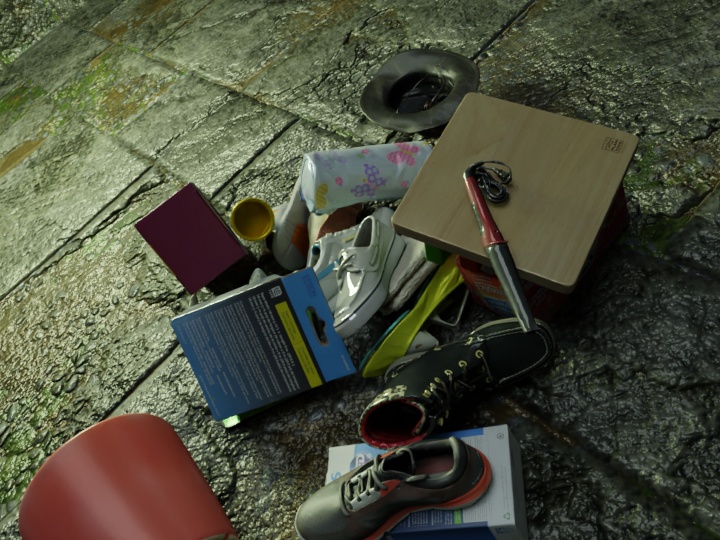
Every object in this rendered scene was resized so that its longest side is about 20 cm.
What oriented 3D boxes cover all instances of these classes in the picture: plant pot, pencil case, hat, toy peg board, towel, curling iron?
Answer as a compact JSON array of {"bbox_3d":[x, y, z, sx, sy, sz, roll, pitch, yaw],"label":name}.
[{"bbox_3d":[-0.237,0.286,0.737,0.177,0.200,0.200,34,73,34],"label":"plant pot"},{"bbox_3d":[0.013,-0.135,0.982,0.200,0.083,0.091,-11,64,-17],"label":"pencil case"},{"bbox_3d":[0.104,-0.275,1.113,0.200,0.081,0.201,-11,55,17],"label":"hat"},{"bbox_3d":[0.171,-0.073,0.757,0.199,0.098,0.200,22,67,23],"label":"toy peg board"},{"bbox_3d":[0.076,-0.025,0.888,0.200,0.034,0.133,-49,15,-9],"label":"towel"},{"bbox_3d":[0.140,-0.031,0.665,0.050,0.026,0.200,-13,58,8],"label":"curling iron"}]

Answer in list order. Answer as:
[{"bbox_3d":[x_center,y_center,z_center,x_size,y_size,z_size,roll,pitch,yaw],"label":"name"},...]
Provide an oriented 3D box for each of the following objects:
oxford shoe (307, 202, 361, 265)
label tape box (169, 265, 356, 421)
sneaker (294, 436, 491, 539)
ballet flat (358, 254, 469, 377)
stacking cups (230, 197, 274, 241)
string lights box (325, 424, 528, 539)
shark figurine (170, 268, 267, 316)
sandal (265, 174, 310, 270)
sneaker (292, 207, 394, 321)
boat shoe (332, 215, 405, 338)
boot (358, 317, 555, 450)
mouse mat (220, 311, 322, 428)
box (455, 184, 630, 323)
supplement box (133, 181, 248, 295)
[{"bbox_3d":[-0.046,-0.052,1.023,0.074,0.071,0.200,-30,37,46],"label":"oxford shoe"},{"bbox_3d":[-0.116,0.087,0.856,0.200,0.144,0.063,-21,7,13],"label":"label tape box"},{"bbox_3d":[0.019,0.199,0.644,0.200,0.082,0.077,-25,44,8],"label":"sneaker"},{"bbox_3d":[0.080,0.064,0.839,0.067,0.067,0.200,34,70,14],"label":"ballet flat"},{"bbox_3d":[-0.164,-0.072,1.017,0.060,0.061,0.200,-40,8,-7],"label":"stacking cups"},{"bbox_3d":[0.063,0.228,0.698,0.200,0.059,0.103,-13,47,21],"label":"string lights box"},{"bbox_3d":[-0.168,0.066,0.976,0.214,0.128,0.089,-17,17,41],"label":"shark figurine"},{"bbox_3d":[-0.112,-0.073,1.064,0.059,0.079,0.207,-13,38,22],"label":"sandal"},{"bbox_3d":[-0.018,-0.027,0.937,0.200,0.081,0.077,-52,10,-31],"label":"sneaker"},{"bbox_3d":[0.000,0.000,0.829,0.072,0.066,0.200,-35,18,40],"label":"boat shoe"},{"bbox_3d":[0.102,0.120,0.710,0.203,0.074,0.154,-21,5,21],"label":"boot"},{"bbox_3d":[-0.131,0.113,0.953,0.161,0.008,0.200,-25,45,8],"label":"mouse mat"},{"bbox_3d":[0.221,-0.037,0.816,0.200,0.095,0.100,-47,46,-14],"label":"box"},{"bbox_3d":[-0.253,-0.054,1.028,0.103,0.131,0.200,-38,13,-7],"label":"supplement box"}]
